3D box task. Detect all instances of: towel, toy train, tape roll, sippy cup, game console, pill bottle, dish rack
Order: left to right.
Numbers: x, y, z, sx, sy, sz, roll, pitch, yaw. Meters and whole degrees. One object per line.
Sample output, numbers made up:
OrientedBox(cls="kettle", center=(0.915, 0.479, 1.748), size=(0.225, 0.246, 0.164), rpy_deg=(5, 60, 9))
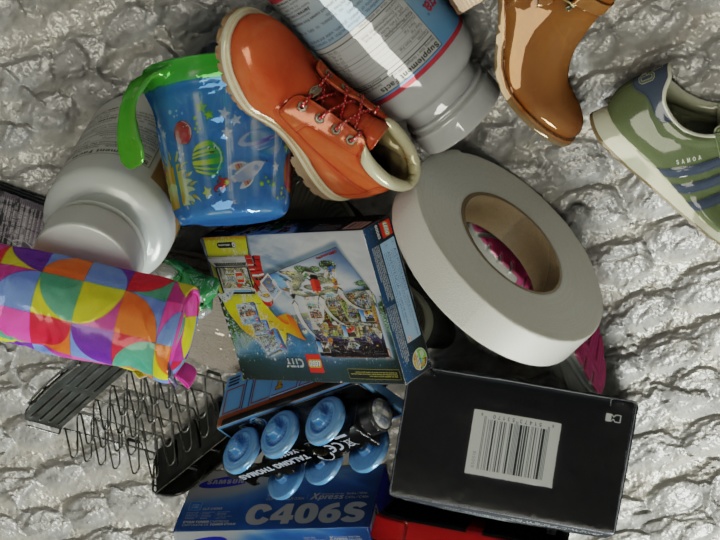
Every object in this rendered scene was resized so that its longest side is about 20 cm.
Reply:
OrientedBox(cls="pill bottle", center=(-0.207, -0.056, 1.612), size=(0.113, 0.201, 0.115), rpy_deg=(6, 125, 9))
OrientedBox(cls="dish rack", center=(-0.210, 0.140, 1.788), size=(0.199, 0.055, 0.153), rpy_deg=(20, 132, -38))
OrientedBox(cls="sippy cup", center=(-0.111, -0.105, 1.568), size=(0.176, 0.140, 0.132), rpy_deg=(-4, 85, -4))
OrientedBox(cls="towel", center=(-0.102, 0.049, 1.745), size=(0.198, 0.035, 0.133), rpy_deg=(11, 135, 8))
OrientedBox(cls="toy train", center=(-0.047, 0.130, 1.699), size=(0.199, 0.115, 0.086), rpy_deg=(-23, 136, 38))
OrientedBox(cls="pill bottle", center=(0.020, -0.193, 1.525), size=(0.108, 0.109, 0.200), rpy_deg=(-33, 111, 29))
OrientedBox(cls="game console", center=(0.105, 0.242, 1.753), size=(0.175, 0.200, 0.031), rpy_deg=(10, 91, 7))
OrientedBox(cls="tape roll", center=(0.115, -0.013, 1.567), size=(0.202, 0.203, 0.037), rpy_deg=(37, 124, -12))

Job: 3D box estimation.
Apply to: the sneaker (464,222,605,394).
OrientedBox(cls="sneaker", center=(0.140, 0.040, 1.675), size=(0.088, 0.081, 0.200), rpy_deg=(-34, 102, 31))

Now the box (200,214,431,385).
OrientedBox(cls="box", center=(-0.040, 0.026, 1.608), size=(0.199, 0.038, 0.138), rpy_deg=(-1, 112, 44))

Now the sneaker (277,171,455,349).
OrientedBox(cls="sneaker", center=(0.000, 0.000, 1.676), size=(0.075, 0.106, 0.200), rpy_deg=(-42, 72, 10))

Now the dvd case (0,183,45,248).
OrientedBox(cls="dvd case", center=(-0.290, 0.002, 1.783), size=(0.199, 0.016, 0.149), rpy_deg=(20, 124, 1))

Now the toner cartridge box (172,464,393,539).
OrientedBox(cls="toner cartridge box", center=(-0.075, 0.238, 1.841), size=(0.198, 0.095, 0.043), rpy_deg=(-4, 121, 15))

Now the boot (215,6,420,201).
OrientedBox(cls="boot", center=(-0.029, -0.133, 1.492), size=(0.107, 0.075, 0.200), rpy_deg=(8, 147, 48))

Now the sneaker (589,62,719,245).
OrientedBox(cls="sneaker", center=(0.289, -0.092, 1.553), size=(0.200, 0.067, 0.090), rpy_deg=(37, 121, -14))

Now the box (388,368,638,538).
OrientedBox(cls="box", center=(0.136, 0.162, 1.666), size=(0.195, 0.200, 0.118), rpy_deg=(9, 83, 8))

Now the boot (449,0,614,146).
OrientedBox(cls="boot", center=(0.170, -0.208, 1.511), size=(0.154, 0.077, 0.201), rpy_deg=(-26, 107, 22))

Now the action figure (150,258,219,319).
OrientedBox(cls="action figure", center=(-0.193, 0.026, 1.693), size=(0.199, 0.055, 0.118), rpy_deg=(-12, 130, 46))

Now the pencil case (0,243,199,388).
OrientedBox(cls="pencil case", center=(-0.225, 0.036, 1.506), size=(0.198, 0.089, 0.089), rpy_deg=(15, 125, 5))
